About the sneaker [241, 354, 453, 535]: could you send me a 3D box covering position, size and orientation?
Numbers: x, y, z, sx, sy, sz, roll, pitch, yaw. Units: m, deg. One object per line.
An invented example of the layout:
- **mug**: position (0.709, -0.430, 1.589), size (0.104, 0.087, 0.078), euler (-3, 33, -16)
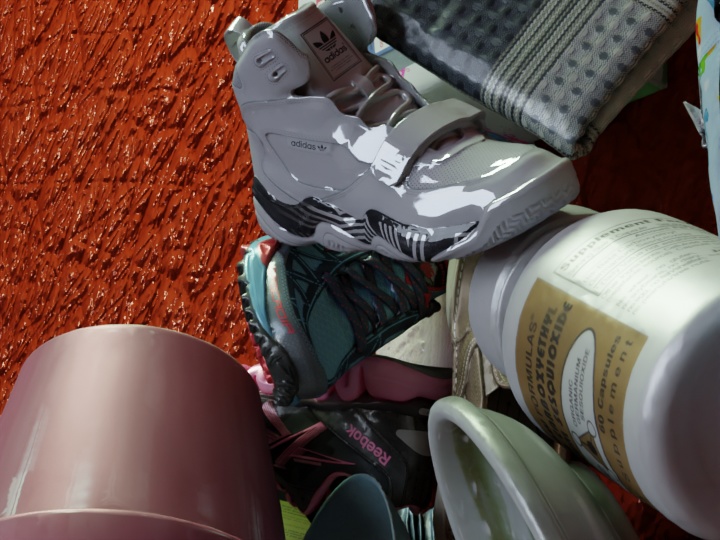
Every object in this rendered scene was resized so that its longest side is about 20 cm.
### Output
- **sneaker**: position (-0.031, 0.096, 1.246), size (0.200, 0.079, 0.095), euler (-6, 81, 48)

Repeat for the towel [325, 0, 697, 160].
- **towel**: position (0.095, -0.171, 1.125), size (0.193, 0.035, 0.200), euler (35, 83, 31)

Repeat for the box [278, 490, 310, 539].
- **box**: position (-0.069, 0.161, 1.393), size (0.200, 0.075, 0.050), euler (-48, 34, 46)

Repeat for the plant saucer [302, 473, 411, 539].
- **plant saucer**: position (-0.004, 0.202, 1.144), size (0.201, 0.039, 0.201), euler (-165, 90, -74)

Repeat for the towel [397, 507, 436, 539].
- **towel**: position (0.015, 0.222, 1.213), size (0.112, 0.049, 0.200), euler (-54, 32, 36)

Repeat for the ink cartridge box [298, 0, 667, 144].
- **ink cartridge box**: position (0.060, -0.141, 1.231), size (0.200, 0.087, 0.145), euler (-22, 56, 44)

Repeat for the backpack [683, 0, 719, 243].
- **backpack**: position (0.203, -0.034, 0.857), size (0.154, 0.163, 0.200), euler (73, -164, -52)

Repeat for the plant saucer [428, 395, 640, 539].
- **plant saucer**: position (0.092, 0.139, 1.000), size (0.200, 0.050, 0.200), euler (157, 90, -79)

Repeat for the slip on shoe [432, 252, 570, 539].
- **slip on shoe**: position (0.078, 0.051, 1.146), size (0.061, 0.076, 0.200), euler (179, 102, -69)

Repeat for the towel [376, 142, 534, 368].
- **towel**: position (0.049, 0.003, 1.285), size (0.133, 0.034, 0.200), euler (-37, 44, 51)

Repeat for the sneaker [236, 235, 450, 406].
- **sneaker**: position (0.000, 0.000, 1.183), size (0.095, 0.079, 0.200), euler (-13, 21, 18)

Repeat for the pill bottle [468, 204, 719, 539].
- **pill bottle**: position (0.127, 0.035, 1.012), size (0.200, 0.114, 0.114), euler (33, 106, 64)

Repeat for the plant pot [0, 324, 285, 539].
- **plant pot**: position (-0.119, 0.135, 1.157), size (0.200, 0.200, 0.179), euler (-46, 32, 45)

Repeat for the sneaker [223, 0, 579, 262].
- **sneaker**: position (0.009, -0.070, 1.087), size (0.200, 0.075, 0.115), euler (4, 120, 48)
